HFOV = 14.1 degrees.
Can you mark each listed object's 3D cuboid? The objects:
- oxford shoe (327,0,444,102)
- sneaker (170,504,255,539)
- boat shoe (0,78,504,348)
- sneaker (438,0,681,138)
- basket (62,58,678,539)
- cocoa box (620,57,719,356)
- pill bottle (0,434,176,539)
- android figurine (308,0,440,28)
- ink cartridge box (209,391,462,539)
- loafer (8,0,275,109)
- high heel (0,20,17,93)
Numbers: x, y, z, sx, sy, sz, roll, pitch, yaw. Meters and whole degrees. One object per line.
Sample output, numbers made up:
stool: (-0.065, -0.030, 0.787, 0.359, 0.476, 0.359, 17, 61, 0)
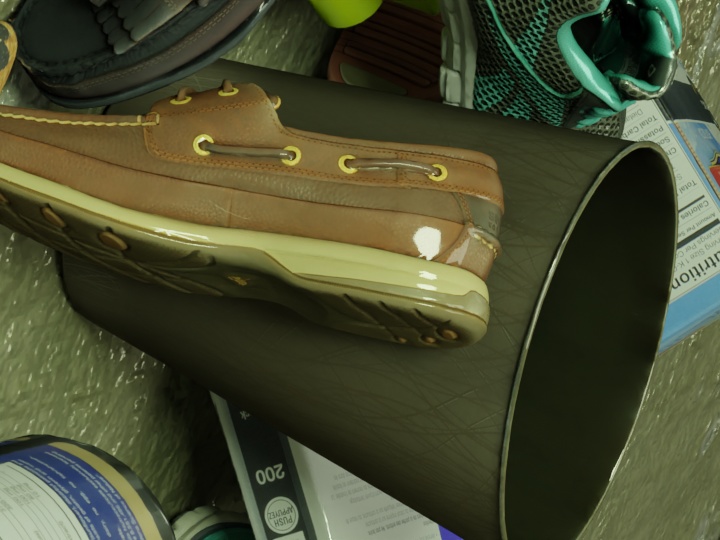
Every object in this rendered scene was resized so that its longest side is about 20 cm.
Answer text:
oxford shoe: (0.047, -0.092, 1.279, 0.200, 0.071, 0.074, -35, 146, -49)
sneaker: (-0.084, 0.196, 1.227, 0.201, 0.079, 0.078, -63, 156, -10)
boat shoe: (-0.047, -0.029, 0.986, 0.072, 0.199, 0.068, 82, 22, -76)
sneaker: (0.078, -0.080, 1.065, 0.078, 0.091, 0.200, -48, 153, -10)
basket: (0.000, 0.000, 1.089, 0.136, 0.199, 0.181, -44, 147, -45)
cocoa box: (0.098, -0.021, 1.264, 0.133, 0.132, 0.200, -32, 175, 11)
pill bottle: (-0.152, 0.122, 0.977, 0.200, 0.111, 0.112, -10, 119, -62)
android figurine: (0.025, -0.184, 1.109, 0.182, 0.041, 0.200, -56, 141, -13)
ink cartridge box: (0.013, 0.097, 1.266, 0.198, 0.043, 0.201, -7, 79, -64)
loafer: (-0.040, -0.127, 0.974, 0.199, 0.072, 0.063, -30, 155, 11)
high heel: (-0.127, 0.002, 0.891, 0.200, 0.142, 0.072, -51, 151, -34)
